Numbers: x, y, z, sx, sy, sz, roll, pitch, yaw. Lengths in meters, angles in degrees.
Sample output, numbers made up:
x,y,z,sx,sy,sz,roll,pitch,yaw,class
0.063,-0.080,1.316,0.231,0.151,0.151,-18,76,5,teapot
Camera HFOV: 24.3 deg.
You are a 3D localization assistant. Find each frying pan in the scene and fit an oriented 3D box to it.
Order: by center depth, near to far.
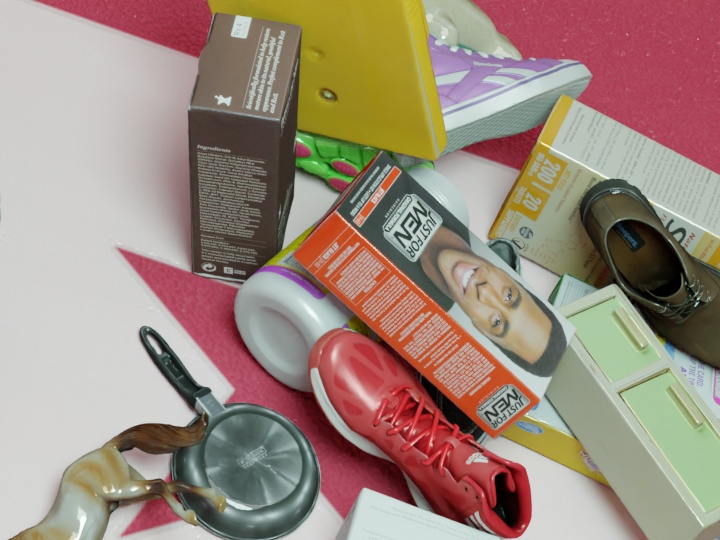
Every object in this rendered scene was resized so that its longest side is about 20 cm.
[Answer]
x,y,z,sx,sy,sz,roll,pitch,yaw,class
-0.092,0.114,1.256,0.114,0.031,0.191,-4,61,-22,frying pan

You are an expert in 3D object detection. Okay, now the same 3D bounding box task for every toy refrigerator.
x,y,z,sx,sy,sz,roll,pitch,yaw,class
0.215,0.113,1.272,0.076,0.070,0.200,-20,64,-31,toy refrigerator

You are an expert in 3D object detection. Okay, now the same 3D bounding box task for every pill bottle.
x,y,z,sx,sy,sz,roll,pitch,yaw,class
0.000,0.000,1.314,0.104,0.104,0.200,41,54,12,pill bottle

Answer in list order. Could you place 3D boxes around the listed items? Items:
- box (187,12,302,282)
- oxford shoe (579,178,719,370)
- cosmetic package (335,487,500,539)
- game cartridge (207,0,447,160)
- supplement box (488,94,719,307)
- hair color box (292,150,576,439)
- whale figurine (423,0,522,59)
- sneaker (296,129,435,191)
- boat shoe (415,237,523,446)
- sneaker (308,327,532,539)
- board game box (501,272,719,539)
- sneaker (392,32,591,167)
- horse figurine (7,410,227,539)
x,y,z,sx,sy,sz,roll,pitch,yaw,class
-0.088,-0.090,1.283,0.074,0.200,0.101,8,54,3,box
0.248,0.021,1.317,0.200,0.073,0.085,41,17,-16,oxford shoe
0.018,0.266,1.151,0.112,0.081,0.201,22,54,-2,cosmetic package
-0.028,-0.174,1.261,0.175,0.200,0.033,15,57,21,game cartridge
0.224,-0.041,1.399,0.199,0.126,0.074,27,48,3,supplement box
0.056,0.017,1.222,0.200,0.061,0.102,42,38,-5,hair color box
0.051,-0.213,1.493,0.199,0.104,0.159,28,16,-24,whale figurine
-0.028,-0.120,1.406,0.199,0.077,0.084,19,57,-6,sneaker
0.092,0.060,1.323,0.073,0.068,0.200,24,53,0,boat shoe
0.055,0.115,1.200,0.200,0.115,0.078,46,66,-16,sneaker
0.228,0.108,1.352,0.199,0.040,0.153,26,53,1,board game box
0.094,-0.168,1.392,0.200,0.073,0.115,-17,68,-28,sneaker
-0.180,0.177,1.160,0.132,0.050,0.200,21,59,19,horse figurine
